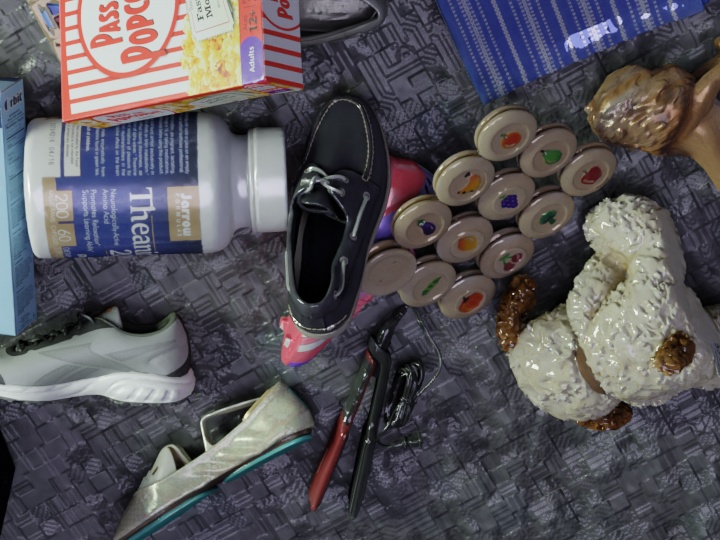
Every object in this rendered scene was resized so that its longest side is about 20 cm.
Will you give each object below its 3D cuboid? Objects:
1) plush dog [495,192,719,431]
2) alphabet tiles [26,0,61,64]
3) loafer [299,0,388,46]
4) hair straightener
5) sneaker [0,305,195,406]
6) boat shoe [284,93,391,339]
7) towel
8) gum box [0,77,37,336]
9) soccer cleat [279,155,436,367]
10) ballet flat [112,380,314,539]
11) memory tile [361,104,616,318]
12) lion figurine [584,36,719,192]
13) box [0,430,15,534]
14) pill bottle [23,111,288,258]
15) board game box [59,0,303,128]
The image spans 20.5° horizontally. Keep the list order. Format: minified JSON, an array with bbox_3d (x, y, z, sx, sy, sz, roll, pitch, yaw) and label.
[{"bbox_3d":[0.203,0.065,1.624,0.172,0.161,0.200,-27,112,32],"label":"plush dog"},{"bbox_3d":[-0.184,-0.242,1.543,0.167,0.008,0.200,-25,110,6],"label":"alphabet tiles"},{"bbox_3d":[-0.079,-0.204,1.523,0.200,0.070,0.070,-4,111,-2],"label":"loafer"},{"bbox_3d":[0.021,0.121,1.684,0.077,0.041,0.200,17,105,-10],"label":"hair straightener"},{"bbox_3d":[-0.235,0.067,1.631,0.200,0.074,0.079,-1,102,-10],"label":"sneaker"},{"bbox_3d":[-0.020,-0.050,1.533,0.073,0.063,0.200,6,73,10],"label":"boat shoe"},{"bbox_3d":[0.161,-0.220,1.542,0.200,0.024,0.145,-23,129,5],"label":"towel"},{"bbox_3d":[-0.345,-0.055,1.560,0.170,0.045,0.200,6,111,13],"label":"gum box"},{"bbox_3d":[0.000,0.000,1.619,0.076,0.067,0.200,24,105,-16],"label":"soccer cleat"},{"bbox_3d":[-0.132,0.160,1.681,0.200,0.067,0.062,-31,82,5],"label":"ballet flat"},{"bbox_3d":[0.100,-0.042,1.583,0.153,0.017,0.200,20,121,-43],"label":"memory tile"},{"bbox_3d":[0.283,-0.106,1.587,0.200,0.072,0.123,39,98,-13],"label":"lion figurine"},{"bbox_3d":[-0.386,0.185,1.592,0.182,0.200,0.104,-15,112,3],"label":"box"},{"bbox_3d":[-0.157,-0.067,1.556,0.200,0.111,0.111,-2,111,-2],"label":"pill bottle"},{"bbox_3d":[-0.134,-0.193,1.450,0.200,0.046,0.152,-8,82,37],"label":"board game box"}]
